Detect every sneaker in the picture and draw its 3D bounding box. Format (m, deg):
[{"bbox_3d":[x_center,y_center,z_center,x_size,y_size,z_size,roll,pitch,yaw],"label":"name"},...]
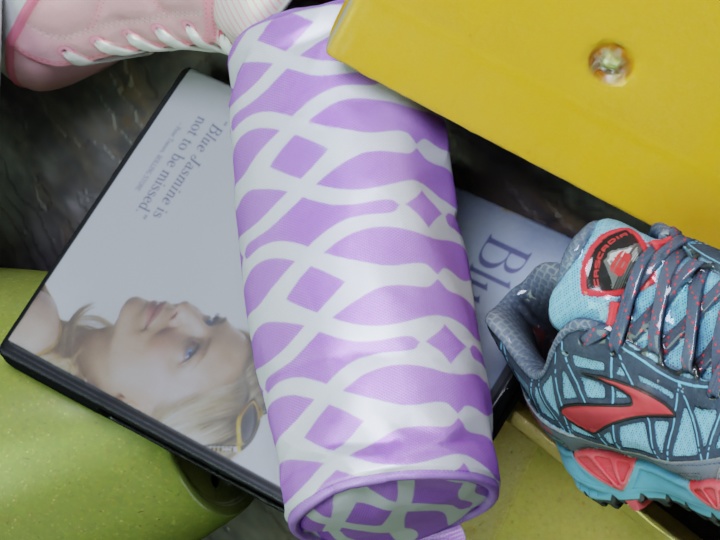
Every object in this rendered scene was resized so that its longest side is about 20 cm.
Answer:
[{"bbox_3d":[0.102,0.028,0.827,0.096,0.079,0.200,50,155,-13],"label":"sneaker"},{"bbox_3d":[-0.067,-0.103,0.981,0.200,0.075,0.105,-39,77,38],"label":"sneaker"}]

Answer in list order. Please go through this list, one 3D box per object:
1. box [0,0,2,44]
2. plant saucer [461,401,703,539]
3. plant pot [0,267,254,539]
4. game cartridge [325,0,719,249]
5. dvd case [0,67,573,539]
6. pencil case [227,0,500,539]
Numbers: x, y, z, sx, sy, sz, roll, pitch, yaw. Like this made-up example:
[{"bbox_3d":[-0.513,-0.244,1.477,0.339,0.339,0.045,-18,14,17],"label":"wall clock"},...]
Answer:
[{"bbox_3d":[-0.196,-0.106,1.039,0.144,0.036,0.201,-34,48,44],"label":"box"},{"bbox_3d":[0.096,0.164,0.981,0.200,0.048,0.200,38,128,22],"label":"plant saucer"},{"bbox_3d":[-0.147,0.075,1.073,0.199,0.187,0.188,-11,101,25],"label":"plant pot"},{"bbox_3d":[0.106,-0.110,0.822,0.176,0.032,0.200,27,127,-5],"label":"game cartridge"},{"bbox_3d":[-0.027,0.014,0.968,0.200,0.143,0.018,25,164,27],"label":"dvd case"},{"bbox_3d":[0.000,0.000,0.898,0.084,0.086,0.201,-10,67,10],"label":"pencil case"}]
